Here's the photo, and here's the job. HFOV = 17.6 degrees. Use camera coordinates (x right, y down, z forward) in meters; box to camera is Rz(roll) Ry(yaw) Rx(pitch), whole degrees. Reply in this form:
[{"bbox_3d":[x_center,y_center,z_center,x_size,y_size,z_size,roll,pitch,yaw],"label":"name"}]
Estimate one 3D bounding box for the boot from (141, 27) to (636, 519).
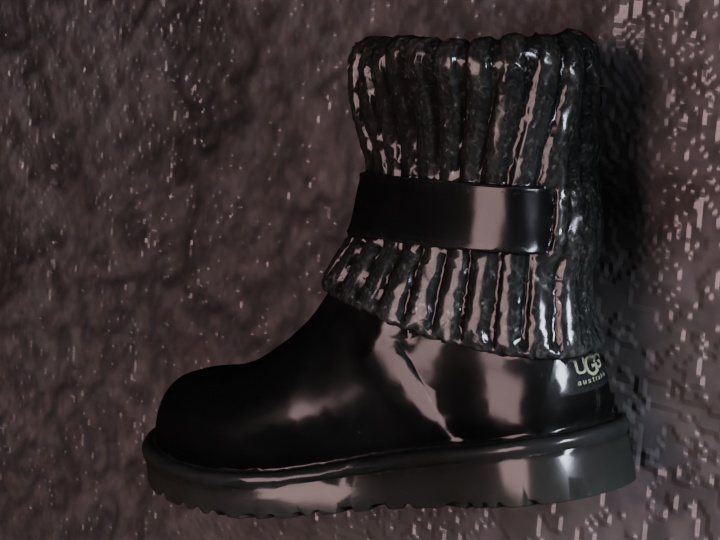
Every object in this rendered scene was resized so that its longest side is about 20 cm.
[{"bbox_3d":[0.002,0.000,0.808,0.211,0.079,0.158,-6,96,36],"label":"boot"}]
